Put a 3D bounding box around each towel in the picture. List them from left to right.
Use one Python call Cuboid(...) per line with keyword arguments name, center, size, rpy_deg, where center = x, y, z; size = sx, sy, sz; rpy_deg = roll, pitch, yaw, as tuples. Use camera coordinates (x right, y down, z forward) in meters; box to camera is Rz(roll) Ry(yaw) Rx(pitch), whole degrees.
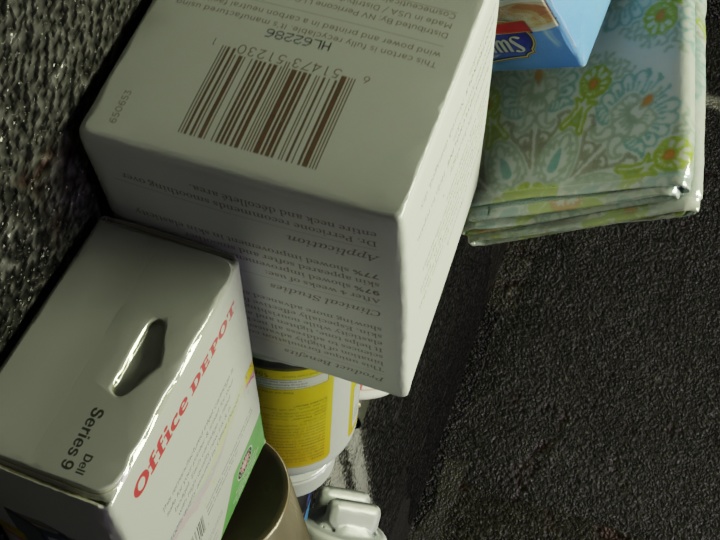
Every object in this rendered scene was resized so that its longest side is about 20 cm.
Cuboid(name="towel", center=(0.143, -0.120, 0.720), size=(0.048, 0.170, 0.201), rpy_deg=(26, 64, -50))

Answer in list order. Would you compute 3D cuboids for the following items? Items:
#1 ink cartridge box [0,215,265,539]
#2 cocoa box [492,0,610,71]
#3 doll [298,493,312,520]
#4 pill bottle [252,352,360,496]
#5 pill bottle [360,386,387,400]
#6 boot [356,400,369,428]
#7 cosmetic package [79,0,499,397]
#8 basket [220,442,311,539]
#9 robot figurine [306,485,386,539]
Cuboid(name="ink cartridge box", center=(-0.120, 0.093, 0.588), size=(0.201, 0.087, 0.146), rpy_deg=(93, 18, -55))
Cuboid(name="cocoa box", center=(0.094, -0.242, 0.691), size=(0.131, 0.133, 0.201), rpy_deg=(46, 60, -43))
Cuboid(name="doll", center=(-0.073, 0.242, 1.105), size=(0.137, 0.048, 0.201), rpy_deg=(80, 22, -49))
Cuboid(name="pill bottle", center=(-0.055, 0.080, 0.809), size=(0.201, 0.111, 0.112), rpy_deg=(95, 17, -45))
Cuboid(name="pill bottle", center=(0.000, 0.000, 0.950), size=(0.114, 0.113, 0.201), rpy_deg=(-43, 148, -68))
Cuboid(name="boot", center=(0.000, 0.077, 1.105), size=(0.200, 0.077, 0.139), rpy_deg=(83, 18, -61))
Cuboid(name="cosmetic package", center=(-0.027, -0.061, 0.609), size=(0.200, 0.166, 0.167), rpy_deg=(87, 21, -60))
Cuboid(name="basket", center=(-0.092, 0.217, 0.758), size=(0.136, 0.180, 0.201), rpy_deg=(-35, 137, -29))
Cuboid(name="robot figurine", center=(-0.037, 0.357, 1.271), size=(0.170, 0.112, 0.201), rpy_deg=(-145, -110, -73))
